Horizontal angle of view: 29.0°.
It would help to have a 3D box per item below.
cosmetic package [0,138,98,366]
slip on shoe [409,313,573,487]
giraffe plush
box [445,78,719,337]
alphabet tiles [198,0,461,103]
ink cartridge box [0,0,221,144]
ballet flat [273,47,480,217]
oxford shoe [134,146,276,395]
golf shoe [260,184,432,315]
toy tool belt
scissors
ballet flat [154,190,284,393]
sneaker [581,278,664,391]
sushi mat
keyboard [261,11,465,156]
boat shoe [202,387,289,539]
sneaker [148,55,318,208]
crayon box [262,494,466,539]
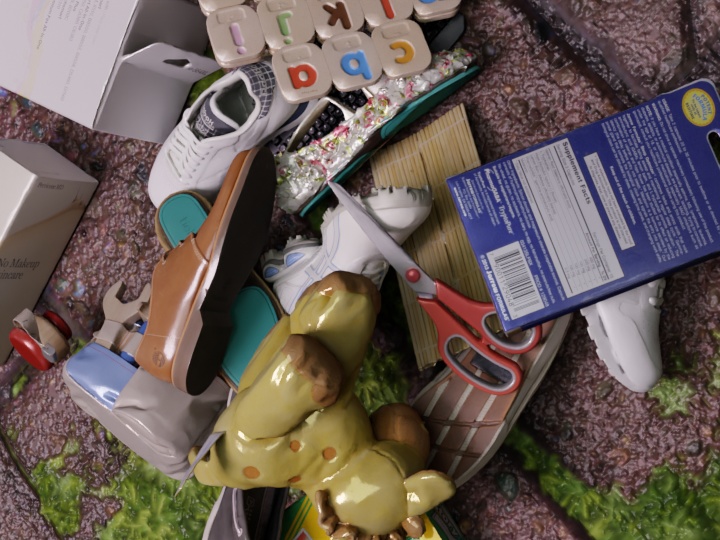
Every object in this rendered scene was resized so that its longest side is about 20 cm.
[{"bbox_3d":[-0.327,-0.013,1.233,0.073,0.104,0.200,35,103,18],"label":"cosmetic package"},{"bbox_3d":[0.096,0.089,1.069,0.076,0.061,0.200,33,95,22],"label":"slip on shoe"},{"bbox_3d":[-0.014,0.123,1.003,0.162,0.173,0.200,36,72,-7],"label":"giraffe plush"},{"bbox_3d":[0.174,-0.045,0.984,0.200,0.032,0.121,-21,78,6],"label":"box"},{"bbox_3d":[-0.027,-0.221,1.096,0.200,0.015,0.196,-15,64,-10],"label":"alphabet tiles"},{"bbox_3d":[-0.229,-0.196,1.180,0.200,0.129,0.125,26,100,21],"label":"ink cartridge box"},{"bbox_3d":[0.001,-0.122,1.105,0.200,0.076,0.064,-39,86,11],"label":"ballet flat"},{"bbox_3d":[-0.124,-0.009,1.084,0.071,0.071,0.200,20,84,24],"label":"oxford shoe"},{"bbox_3d":[0.000,0.000,1.079,0.200,0.078,0.097,-36,64,53],"label":"golf shoe"},{"bbox_3d":[-0.184,0.074,1.181,0.200,0.125,0.123,36,65,15],"label":"toy tool belt"},{"bbox_3d":[0.043,0.016,1.012,0.200,0.014,0.073,33,110,-3],"label":"scissors"},{"bbox_3d":[-0.105,0.023,1.142,0.069,0.063,0.200,-26,70,-2],"label":"ballet flat"},{"bbox_3d":[0.195,-0.011,1.029,0.080,0.076,0.200,-17,85,13],"label":"sneaker"},{"bbox_3d":[0.064,-0.027,1.082,0.096,0.012,0.200,-26,59,23],"label":"sushi mat"},{"bbox_3d":[-0.014,-0.161,1.140,0.104,0.040,0.200,45,104,16],"label":"keyboard"},{"bbox_3d":[-0.075,0.148,1.114,0.057,0.067,0.200,-21,50,46],"label":"boat shoe"},{"bbox_3d":[-0.124,-0.111,1.148,0.200,0.080,0.076,-41,79,35],"label":"sneaker"},{"bbox_3d":[0.011,0.264,1.113,0.172,0.058,0.200,-37,76,18],"label":"crayon box"}]
